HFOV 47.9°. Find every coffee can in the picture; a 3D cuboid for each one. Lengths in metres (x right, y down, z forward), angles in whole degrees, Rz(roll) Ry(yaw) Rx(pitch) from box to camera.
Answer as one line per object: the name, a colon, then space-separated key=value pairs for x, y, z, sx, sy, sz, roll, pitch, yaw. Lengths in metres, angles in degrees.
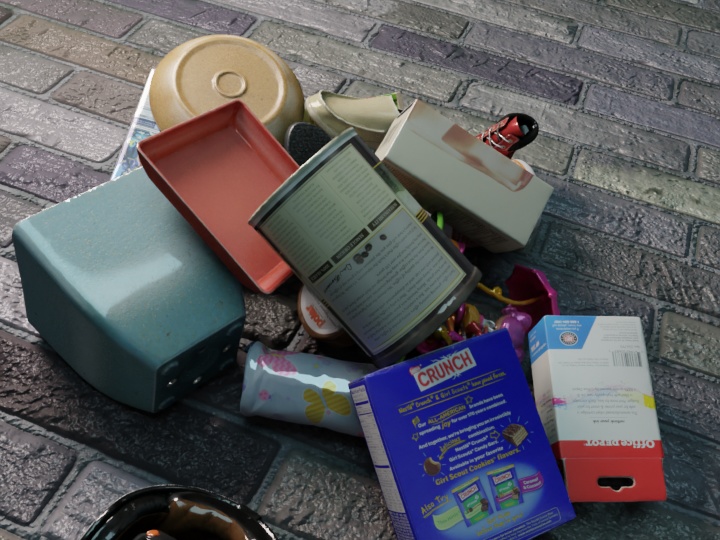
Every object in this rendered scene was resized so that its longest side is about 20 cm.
coffee can: x=0.005 y=-0.023 z=0.828 sx=0.200 sy=0.146 sz=0.146 roll=48 pitch=53 yaw=-4

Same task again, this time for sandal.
sandal: x=-0.043 y=-0.118 z=1.079 sx=0.048 sy=0.200 sz=0.076 roll=13 pitch=66 yaw=47

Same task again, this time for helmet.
helmet: x=-0.160 y=0.293 z=0.649 sx=0.199 sy=0.191 sz=0.200 roll=23 pitch=10 yaw=-4

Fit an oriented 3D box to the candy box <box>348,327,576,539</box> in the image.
candy box: x=0.098 y=0.178 z=0.809 sx=0.168 sy=0.077 sz=0.201 roll=-15 pitch=83 yaw=-21

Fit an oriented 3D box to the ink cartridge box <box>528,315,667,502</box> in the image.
ink cartridge box: x=0.258 y=0.154 z=0.891 sx=0.116 sy=0.067 sz=0.201 roll=1 pitch=68 yaw=-6

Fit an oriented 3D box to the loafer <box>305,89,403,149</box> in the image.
loafer: x=0.019 y=-0.204 z=1.087 sx=0.199 sy=0.068 sz=0.076 roll=13 pitch=39 yaw=-32

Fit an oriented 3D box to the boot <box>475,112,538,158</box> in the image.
boot: x=0.153 y=-0.166 z=1.149 sx=0.199 sy=0.144 sz=0.073 roll=-23 pitch=83 yaw=-25

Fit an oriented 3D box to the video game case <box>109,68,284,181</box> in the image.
video game case: x=-0.192 y=-0.152 z=1.022 sx=0.199 sy=0.023 sz=0.183 roll=15 pitch=64 yaw=-7

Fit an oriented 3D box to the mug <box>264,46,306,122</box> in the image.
mug: x=-0.161 y=-0.219 z=1.141 sx=0.174 sy=0.148 sz=0.201 roll=3 pitch=89 yaw=-10

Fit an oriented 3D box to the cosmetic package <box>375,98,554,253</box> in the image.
cosmetic package: x=0.118 y=-0.110 z=0.985 sx=0.199 sy=0.103 sz=0.088 roll=32 pitch=80 yaw=-10

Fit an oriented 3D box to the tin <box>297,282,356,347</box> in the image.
tin: x=0.000 y=0.000 z=0.959 sx=0.042 sy=0.200 sz=0.112 roll=25 pitch=19 yaw=-44

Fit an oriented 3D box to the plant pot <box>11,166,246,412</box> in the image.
plant pot: x=-0.233 y=0.034 z=0.895 sx=0.195 sy=0.197 sz=0.200 roll=-33 pitch=71 yaw=-32

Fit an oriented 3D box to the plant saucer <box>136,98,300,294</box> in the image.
plant saucer: x=-0.129 y=-0.081 z=0.890 sx=0.200 sy=0.037 sz=0.200 roll=50 pitch=35 yaw=-3

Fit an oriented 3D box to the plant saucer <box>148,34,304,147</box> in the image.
plant saucer: x=-0.166 y=-0.227 z=1.028 sx=0.199 sy=0.035 sz=0.201 roll=5 pitch=66 yaw=-12

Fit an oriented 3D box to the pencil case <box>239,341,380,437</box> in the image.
pencil case: x=-0.034 y=0.134 z=0.890 sx=0.199 sy=0.084 sz=0.091 roll=10 pitch=8 yaw=4

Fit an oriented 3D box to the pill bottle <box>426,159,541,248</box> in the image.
pill bottle: x=0.134 y=-0.084 z=1.096 sx=0.199 sy=0.112 sz=0.112 roll=-10 pitch=48 yaw=-16

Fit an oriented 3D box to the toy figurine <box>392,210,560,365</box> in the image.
toy figurine: x=0.148 y=0.049 z=0.978 sx=0.183 sy=0.150 sz=0.201 roll=18 pitch=69 yaw=-4

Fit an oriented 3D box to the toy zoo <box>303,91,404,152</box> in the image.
toy zoo: x=-0.008 y=-0.174 z=1.143 sx=0.199 sy=0.132 sz=0.020 roll=-18 pitch=9 yaw=-37
